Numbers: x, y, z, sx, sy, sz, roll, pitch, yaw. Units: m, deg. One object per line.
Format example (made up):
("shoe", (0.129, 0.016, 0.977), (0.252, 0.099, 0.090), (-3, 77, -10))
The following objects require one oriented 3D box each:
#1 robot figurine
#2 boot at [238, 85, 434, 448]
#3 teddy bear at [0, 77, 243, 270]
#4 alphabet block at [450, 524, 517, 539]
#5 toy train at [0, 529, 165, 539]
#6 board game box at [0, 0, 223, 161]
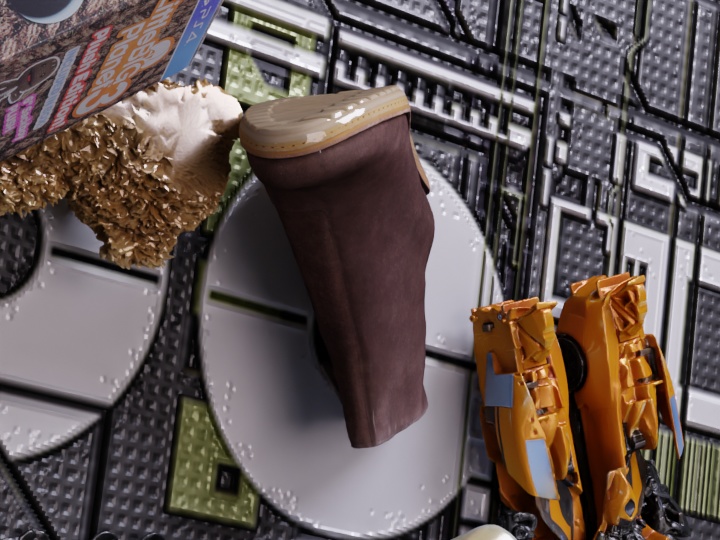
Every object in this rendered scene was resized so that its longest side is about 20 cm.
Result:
("robot figurine", (0.120, 0.108, 1.340), (0.145, 0.058, 0.201), (-14, 94, -40))
("boot", (0.000, 0.000, 1.195), (0.200, 0.072, 0.167), (-22, 106, -76))
("teddy bear", (-0.150, -0.081, 1.136), (0.199, 0.067, 0.146), (15, 66, -32))
("alphabet block", (-0.003, 0.256, 1.093), (0.200, 0.195, 0.197), (-32, 89, -47))
("toy train", (-0.154, 0.137, 1.121), (0.200, 0.034, 0.046), (7, 93, -41))
("board game box", (-0.176, -0.128, 1.032), (0.200, 0.097, 0.160), (-30, 78, -31))
